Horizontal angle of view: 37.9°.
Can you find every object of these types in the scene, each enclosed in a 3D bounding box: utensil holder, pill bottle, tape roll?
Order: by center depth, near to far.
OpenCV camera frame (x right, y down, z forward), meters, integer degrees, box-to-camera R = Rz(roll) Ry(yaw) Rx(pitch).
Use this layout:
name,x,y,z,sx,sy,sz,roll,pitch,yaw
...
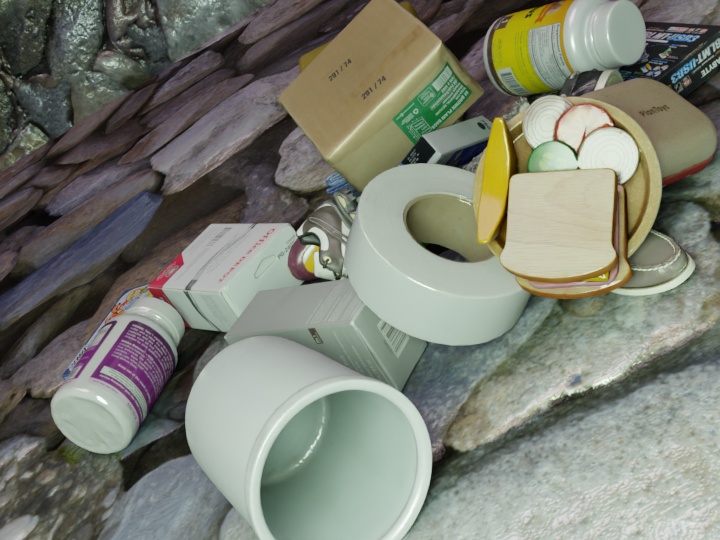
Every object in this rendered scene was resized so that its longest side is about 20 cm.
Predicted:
name,x,y,z,sx,sy,sz,roll,pitch,yaw
utensil holder,-0.057,0.155,0.951,0.170,0.171,0.200,-40,25,-15
tape roll,0.087,-0.020,1.077,0.201,0.071,0.203,9,42,-8
pill bottle,0.259,-0.286,1.333,0.199,0.110,0.109,1,41,51
pill bottle,-0.303,0.128,1.348,0.112,0.113,0.201,-16,30,31

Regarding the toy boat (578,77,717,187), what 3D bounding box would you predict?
name,x,y,z,sx,sy,sz,roll,pitch,yaw
toy boat,0.278,-0.117,1.119,0.199,0.131,0.131,-21,55,-40

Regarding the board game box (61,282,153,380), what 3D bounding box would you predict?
name,x,y,z,sx,sy,sz,roll,pitch,yaw
board game box,-0.337,0.089,1.546,0.135,0.035,0.201,-16,30,31

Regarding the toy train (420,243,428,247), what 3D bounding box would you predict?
name,x,y,z,sx,sy,sz,roll,pitch,yaw
toy train,0.013,-0.001,1.277,0.042,0.057,0.200,3,43,51

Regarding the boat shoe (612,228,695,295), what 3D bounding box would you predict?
name,x,y,z,sx,sy,sz,roll,pitch,yaw
boat shoe,0.248,-0.028,1.051,0.072,0.060,0.200,-39,26,-13

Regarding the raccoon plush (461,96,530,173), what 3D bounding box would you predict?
name,x,y,z,sx,sy,sz,roll,pitch,yaw
raccoon plush,0.133,-0.127,1.205,0.198,0.135,0.097,-2,-6,-22

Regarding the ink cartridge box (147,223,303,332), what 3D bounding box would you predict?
name,x,y,z,sx,sy,sz,roll,pitch,yaw
ink cartridge box,-0.178,0.009,1.448,0.199,0.084,0.145,3,42,50

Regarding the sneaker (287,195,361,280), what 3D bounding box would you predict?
name,x,y,z,sx,sy,sz,roll,pitch,yaw
sneaker,-0.006,-0.049,1.364,0.199,0.075,0.090,-35,20,-3

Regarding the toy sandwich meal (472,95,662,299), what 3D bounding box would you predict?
name,x,y,z,sx,sy,sz,roll,pitch,yaw
toy sandwich meal,0.189,-0.075,0.998,0.203,0.070,0.207,-5,78,22

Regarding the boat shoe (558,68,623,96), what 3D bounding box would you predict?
name,x,y,z,sx,sy,sz,roll,pitch,yaw
boat shoe,0.227,-0.140,1.176,0.067,0.072,0.201,17,69,36

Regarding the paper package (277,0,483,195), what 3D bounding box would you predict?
name,x,y,z,sx,sy,sz,roll,pitch,yaw
paper package,0.021,-0.217,1.307,0.200,0.103,0.191,-44,42,7

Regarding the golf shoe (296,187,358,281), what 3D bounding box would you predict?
name,x,y,z,sx,sy,sz,roll,pitch,yaw
golf shoe,0.000,0.000,1.207,0.094,0.078,0.200,-33,55,-8

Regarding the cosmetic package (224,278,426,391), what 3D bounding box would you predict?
name,x,y,z,sx,sy,sz,roll,pitch,yaw
cosmetic package,-0.040,0.076,1.145,0.199,0.107,0.090,-12,32,40

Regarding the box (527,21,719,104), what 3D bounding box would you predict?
name,x,y,z,sx,sy,sz,roll,pitch,yaw
box,0.341,-0.244,1.343,0.198,0.050,0.200,-36,25,-9

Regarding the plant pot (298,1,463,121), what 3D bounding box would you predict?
name,x,y,z,sx,sy,sz,roll,pitch,yaw
plant pot,0.030,-0.230,1.510,0.193,0.196,0.201,-24,28,17

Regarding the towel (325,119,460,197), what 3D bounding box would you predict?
name,x,y,z,sx,sy,sz,roll,pitch,yaw
towel,0.063,-0.142,1.406,0.199,0.024,0.147,-25,-17,20

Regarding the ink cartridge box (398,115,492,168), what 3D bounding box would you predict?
name,x,y,z,sx,sy,sz,roll,pitch,yaw
ink cartridge box,0.109,-0.137,1.298,0.200,0.039,0.100,-23,-23,-54
